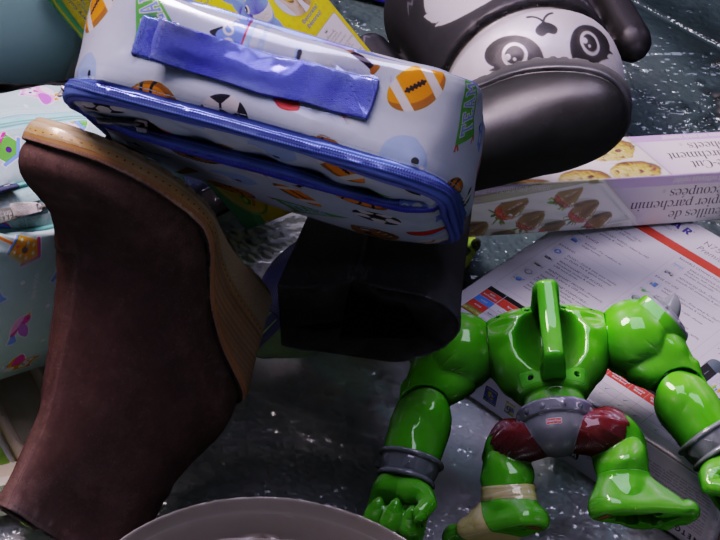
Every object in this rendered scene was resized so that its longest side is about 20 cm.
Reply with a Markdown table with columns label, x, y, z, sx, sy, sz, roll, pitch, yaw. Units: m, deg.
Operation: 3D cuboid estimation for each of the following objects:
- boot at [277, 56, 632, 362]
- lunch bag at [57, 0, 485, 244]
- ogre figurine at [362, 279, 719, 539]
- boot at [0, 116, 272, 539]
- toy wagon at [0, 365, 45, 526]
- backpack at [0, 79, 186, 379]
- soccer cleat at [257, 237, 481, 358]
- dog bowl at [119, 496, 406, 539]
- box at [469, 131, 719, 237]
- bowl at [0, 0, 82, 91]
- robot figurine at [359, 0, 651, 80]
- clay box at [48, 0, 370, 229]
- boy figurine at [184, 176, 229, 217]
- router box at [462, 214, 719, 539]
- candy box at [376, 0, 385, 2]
| label | x | y | z | sx | sy | sz | roll | pitch | yaw |
| --- | --- | --- | --- | --- | --- | --- | --- | --- | --- |
| boot | 0.052 | -0.033 | 1.191 | 0.163 | 0.066 | 0.200 | -9 | 28 | 18 |
| lunch bag | -0.041 | -0.073 | 1.073 | 0.198 | 0.076 | 0.160 | 15 | -5 | 7 |
| ogre figurine | 0.101 | 0.073 | 1.169 | 0.198 | 0.098 | 0.121 | -11 | 71 | 19 |
| boot | -0.125 | 0.040 | 1.093 | 0.072 | 0.200 | 0.167 | 15 | 70 | 39 |
| toy wagon | -0.199 | 0.076 | 1.194 | 0.199 | 0.040 | 0.155 | -12 | 44 | -25 |
| backpack | -0.186 | -0.019 | 1.178 | 0.199 | 0.167 | 0.127 | -14 | 62 | -33 |
| soccer cleat | -0.001 | -0.001 | 1.307 | 0.065 | 0.084 | 0.200 | 54 | 32 | 6 |
| dog bowl | -0.041 | 0.195 | 1.062 | 0.198 | 0.059 | 0.201 | 5 | 39 | -4 |
| box | 0.142 | -0.051 | 1.335 | 0.198 | 0.039 | 0.042 | -4 | 43 | -19 |
| bowl | -0.203 | -0.151 | 1.245 | 0.104 | 0.202 | 0.201 | 10 | 36 | -22 |
| robot figurine | 0.087 | -0.145 | 1.450 | 0.125 | 0.150 | 0.201 | 32 | 21 | -40 |
| clay box | -0.083 | -0.135 | 1.207 | 0.200 | 0.047 | 0.115 | 49 | 52 | -17 |
| boy figurine | -0.112 | -0.128 | 1.347 | 0.124 | 0.064 | 0.201 | -24 | 91 | -32 |
| router box | 0.171 | 0.049 | 1.291 | 0.199 | 0.049 | 0.179 | 34 | 45 | 27 |
| candy box | 0.026 | -0.272 | 1.562 | 0.198 | 0.170 | 0.077 | 15 | 35 | 9 |
